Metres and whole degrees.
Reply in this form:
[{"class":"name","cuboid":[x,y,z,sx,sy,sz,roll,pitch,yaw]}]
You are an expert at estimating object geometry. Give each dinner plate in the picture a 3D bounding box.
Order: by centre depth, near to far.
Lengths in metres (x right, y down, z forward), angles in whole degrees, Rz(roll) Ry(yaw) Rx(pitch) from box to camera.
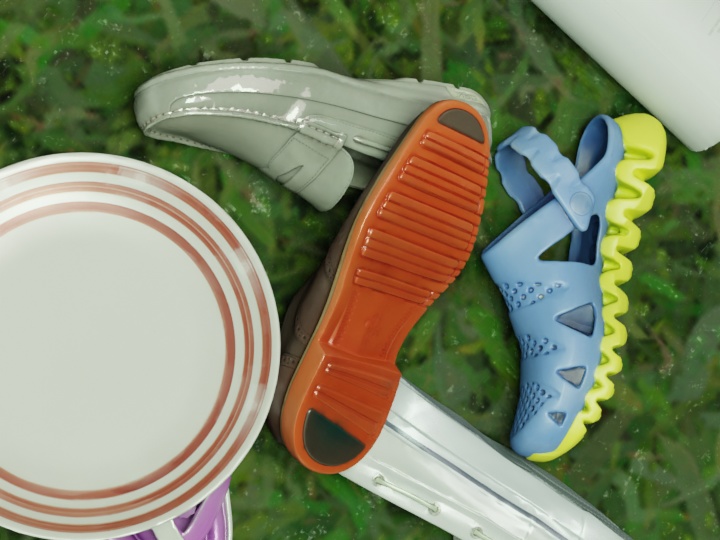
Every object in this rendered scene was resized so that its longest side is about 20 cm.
[{"class":"dinner plate","cuboid":[-0.139,0.038,1.252,0.198,0.024,0.202,1,72,-4]}]

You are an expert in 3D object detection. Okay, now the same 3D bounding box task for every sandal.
[{"class":"sandal","cuboid":[-0.096,0.092,1.273,0.082,0.050,0.205,6,84,-20]},{"class":"sandal","cuboid":[0.102,0.003,1.346,0.086,0.079,0.202,16,72,-15]}]

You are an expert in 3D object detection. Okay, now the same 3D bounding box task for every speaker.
[{"class":"speaker","cuboid":[0.140,-0.157,1.365,0.200,0.081,0.081,41,74,-13]}]

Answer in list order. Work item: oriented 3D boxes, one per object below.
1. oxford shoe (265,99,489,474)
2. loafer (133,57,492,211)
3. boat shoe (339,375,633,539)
[{"class":"oxford shoe","cuboid":[0.000,0.000,1.284,0.071,0.072,0.201,26,92,-34]},{"class":"loafer","cuboid":[-0.022,-0.067,1.303,0.198,0.070,0.070,5,76,-21]},{"class":"boat shoe","cuboid":[0.073,0.132,1.332,0.199,0.074,0.067,36,93,-8]}]
